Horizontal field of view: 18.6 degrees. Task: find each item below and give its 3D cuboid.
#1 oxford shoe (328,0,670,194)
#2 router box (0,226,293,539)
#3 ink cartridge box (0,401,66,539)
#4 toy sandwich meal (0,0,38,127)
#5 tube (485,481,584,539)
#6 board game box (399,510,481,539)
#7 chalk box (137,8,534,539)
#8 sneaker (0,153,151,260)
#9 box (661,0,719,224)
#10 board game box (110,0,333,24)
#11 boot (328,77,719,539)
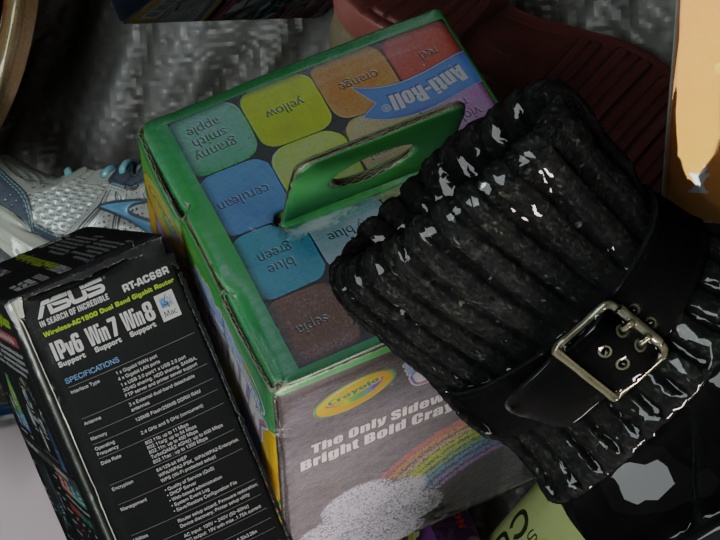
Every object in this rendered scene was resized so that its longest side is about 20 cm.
[{"bbox_3d":[0.072,-0.054,0.870,0.200,0.070,0.075,38,145,19],"label":"oxford shoe"},{"bbox_3d":[-0.090,0.063,0.837,0.150,0.062,0.200,68,167,-8],"label":"router box"},{"bbox_3d":[-0.207,0.137,1.038,0.200,0.084,0.145,-4,93,41],"label":"ink cartridge box"},{"bbox_3d":[-0.218,-0.121,1.001,0.205,0.070,0.205,-14,72,51],"label":"toy sandwich meal"},{"bbox_3d":[0.081,0.119,0.886,0.200,0.052,0.058,-56,23,31],"label":"tube"},{"bbox_3d":[-0.016,0.158,0.942,0.200,0.032,0.120,-34,81,43],"label":"board game box"},{"bbox_3d":[0.000,0.000,0.794,0.200,0.124,0.124,91,154,-56],"label":"chalk box"},{"bbox_3d":[-0.080,-0.022,0.964,0.200,0.078,0.086,23,99,20],"label":"sneaker"},{"bbox_3d":[0.169,-0.069,0.745,0.124,0.097,0.200,4,95,11],"label":"box"},{"bbox_3d":[0.009,-0.161,0.842,0.200,0.135,0.035,-33,78,31],"label":"board game box"},{"bbox_3d":[0.110,-0.004,0.659,0.211,0.079,0.158,-36,98,16],"label":"boot"}]
